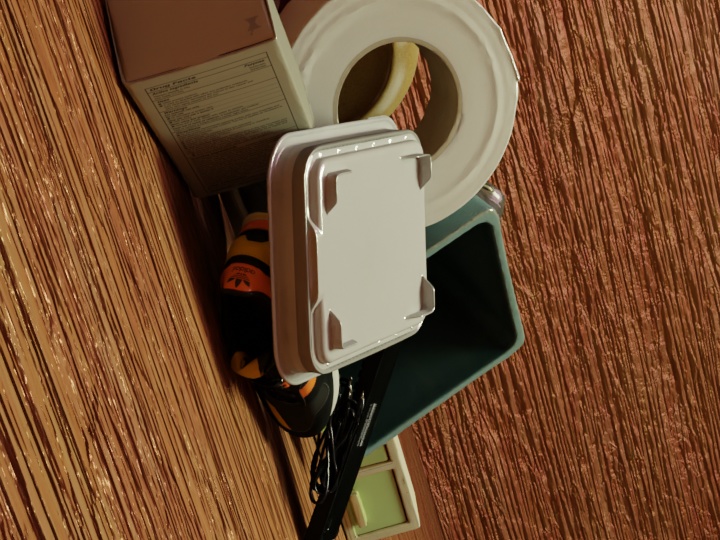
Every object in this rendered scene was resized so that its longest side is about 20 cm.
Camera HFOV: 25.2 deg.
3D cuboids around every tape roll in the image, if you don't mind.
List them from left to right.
[{"bbox_3d":[0.020,-0.135,1.250,0.071,0.200,0.205,-136,-153,-66],"label":"tape roll"}]

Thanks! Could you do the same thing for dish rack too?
[{"bbox_3d":[0.002,-0.017,1.136,0.199,0.043,0.174,-18,110,-60],"label":"dish rack"}]

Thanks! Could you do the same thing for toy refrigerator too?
[{"bbox_3d":[-0.003,0.164,1.576,0.070,0.075,0.202,-99,174,-67],"label":"toy refrigerator"}]

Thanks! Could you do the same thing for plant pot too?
[{"bbox_3d":[-0.047,-0.195,1.407,0.028,0.197,0.202,-84,159,-63],"label":"plant pot"},{"bbox_3d":[0.000,0.000,1.408,0.200,0.195,0.197,49,-14,38],"label":"plant pot"}]

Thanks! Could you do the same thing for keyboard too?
[{"bbox_3d":[-0.013,0.115,1.263,0.104,0.039,0.202,26,82,-78],"label":"keyboard"}]

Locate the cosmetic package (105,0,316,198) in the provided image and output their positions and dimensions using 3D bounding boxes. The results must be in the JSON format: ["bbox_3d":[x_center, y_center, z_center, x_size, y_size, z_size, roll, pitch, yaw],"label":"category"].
[{"bbox_3d":[-0.093,-0.126,1.077,0.200,0.102,0.074,71,3,-70],"label":"cosmetic package"}]

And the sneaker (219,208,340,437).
[{"bbox_3d":[-0.067,0.058,1.145,0.090,0.069,0.202,-59,151,-45],"label":"sneaker"}]

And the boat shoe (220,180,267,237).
[{"bbox_3d":[-0.066,-0.040,1.252,0.201,0.056,0.067,-123,-161,-50],"label":"boat shoe"}]

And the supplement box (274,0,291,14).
[{"bbox_3d":[-0.105,-0.265,1.296,0.104,0.129,0.202,-96,169,-64],"label":"supplement box"}]

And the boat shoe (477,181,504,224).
[{"bbox_3d":[0.046,-0.086,1.505,0.074,0.199,0.075,-56,174,-27],"label":"boat shoe"}]
